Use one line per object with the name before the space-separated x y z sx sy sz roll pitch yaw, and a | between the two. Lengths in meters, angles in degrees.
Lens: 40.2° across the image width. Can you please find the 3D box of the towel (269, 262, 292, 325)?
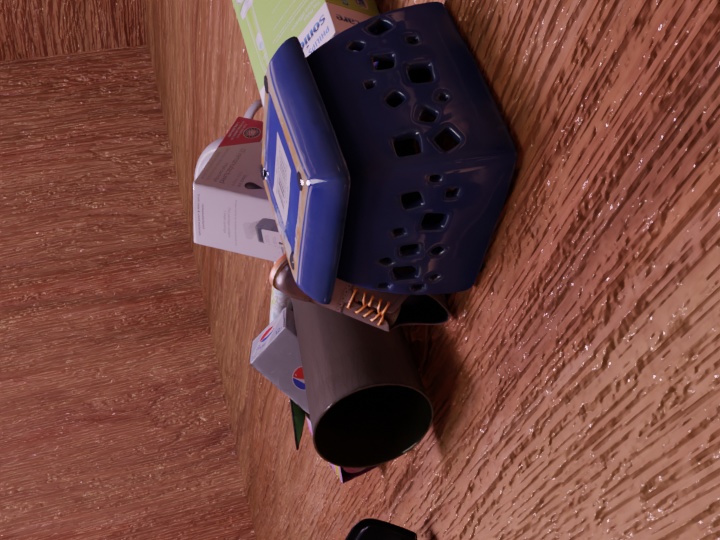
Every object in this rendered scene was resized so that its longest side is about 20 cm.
towel | -0.106 0.066 1.562 0.201 0.047 0.174 81 -173 -55

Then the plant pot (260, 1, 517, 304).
plant pot | 0.010 -0.097 0.891 0.202 0.176 0.202 101 153 -53

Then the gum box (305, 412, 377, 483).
gum box | -0.033 0.179 1.360 0.114 0.065 0.203 50 156 46

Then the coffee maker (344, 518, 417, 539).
coffee maker | 0.007 0.421 1.214 0.136 0.188 0.203 -93 5 -55

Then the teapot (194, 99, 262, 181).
teapot | -0.166 -0.141 1.603 0.199 0.145 0.199 -38 83 46

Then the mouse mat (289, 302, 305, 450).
mouse mat | -0.091 0.141 1.390 0.200 0.007 0.164 -89 -7 -76

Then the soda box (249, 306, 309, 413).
soda box | -0.042 0.140 1.216 0.199 0.068 0.064 42 -166 -17

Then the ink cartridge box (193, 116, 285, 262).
ink cartridge box | -0.065 -0.080 1.065 0.147 0.196 0.086 -67 -12 -48

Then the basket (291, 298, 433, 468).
basket | -0.008 0.089 1.107 0.182 0.133 0.203 84 172 -55

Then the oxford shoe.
oxford shoe | 0.006 0.017 0.969 0.073 0.197 0.072 59 135 44

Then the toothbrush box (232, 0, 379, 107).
toothbrush box | -0.061 -0.285 1.112 0.146 0.085 0.203 -44 52 39

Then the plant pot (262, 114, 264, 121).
plant pot | -0.078 -0.160 1.266 0.199 0.027 0.205 -3 86 60

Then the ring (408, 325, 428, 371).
ring | 0.038 0.025 1.170 0.200 0.019 0.205 170 90 -74

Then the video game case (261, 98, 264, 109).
video game case | -0.043 -0.196 1.165 0.200 0.022 0.185 -45 52 40
